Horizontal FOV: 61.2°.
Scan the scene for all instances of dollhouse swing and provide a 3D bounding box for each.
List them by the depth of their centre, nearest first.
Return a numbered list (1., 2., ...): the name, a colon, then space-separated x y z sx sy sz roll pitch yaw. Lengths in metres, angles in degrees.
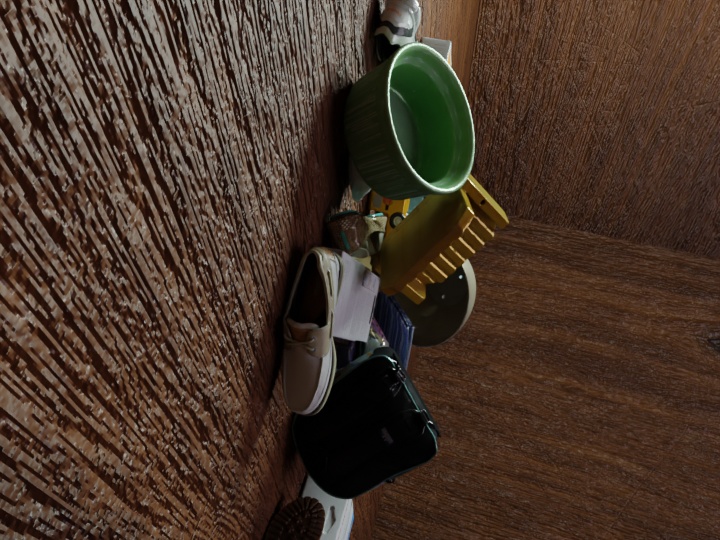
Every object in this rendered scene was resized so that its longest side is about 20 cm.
1. dollhouse swing: 0.132 -0.022 0.923 0.199 0.180 0.178 -42 -147 18

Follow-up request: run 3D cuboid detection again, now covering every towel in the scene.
1. towel: 0.037 0.088 1.106 0.202 0.023 0.148 -122 -152 -43

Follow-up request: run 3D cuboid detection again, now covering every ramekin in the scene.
1. ramekin: 0.066 -0.197 0.848 0.196 0.096 0.208 11 75 -45

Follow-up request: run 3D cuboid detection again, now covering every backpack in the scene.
1. backpack: 0.003 0.232 0.915 0.179 0.197 0.153 57 2 2

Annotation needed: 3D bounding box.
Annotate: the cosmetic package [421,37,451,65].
1. cosmetic package: 0.152 -0.401 1.370 0.101 0.069 0.207 46 56 -77

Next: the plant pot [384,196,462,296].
1. plant pot: 0.122 -0.076 1.278 0.200 0.193 0.204 79 24 -46

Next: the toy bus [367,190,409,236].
1. toy bus: 0.062 -0.167 1.119 0.065 0.076 0.207 -35 136 -75

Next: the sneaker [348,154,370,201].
1. sneaker: 0.023 -0.197 0.950 0.089 0.073 0.203 106 8 -57

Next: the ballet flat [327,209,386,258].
1. ballet flat: 0.000 -0.052 0.927 0.199 0.069 0.067 -15 88 -70

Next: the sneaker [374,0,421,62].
1. sneaker: 0.056 -0.346 0.969 0.082 0.072 0.200 -61 161 -11

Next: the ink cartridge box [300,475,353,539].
1. ink cartridge box: -0.068 0.467 1.081 0.203 0.081 0.148 89 16 -52

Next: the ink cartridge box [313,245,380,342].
1. ink cartridge box: -0.026 0.042 0.888 0.200 0.049 0.113 33 69 -71

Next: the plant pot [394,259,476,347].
1. plant pot: 0.139 0.028 1.149 0.133 0.196 0.207 -14 118 -56

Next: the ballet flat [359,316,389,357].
1. ballet flat: 0.024 0.177 1.015 0.069 0.069 0.207 -33 134 -71

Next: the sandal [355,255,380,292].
1. sandal: 0.005 0.002 1.003 0.071 0.075 0.214 99 14 -48

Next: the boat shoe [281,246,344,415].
1. boat shoe: -0.066 0.073 0.738 0.068 0.072 0.208 22 73 -73

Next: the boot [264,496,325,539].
1. boot: -0.112 0.428 0.870 0.109 0.073 0.202 95 20 -44

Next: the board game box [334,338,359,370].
1. board game box: -0.021 0.141 1.068 0.167 0.055 0.205 -68 165 -48
